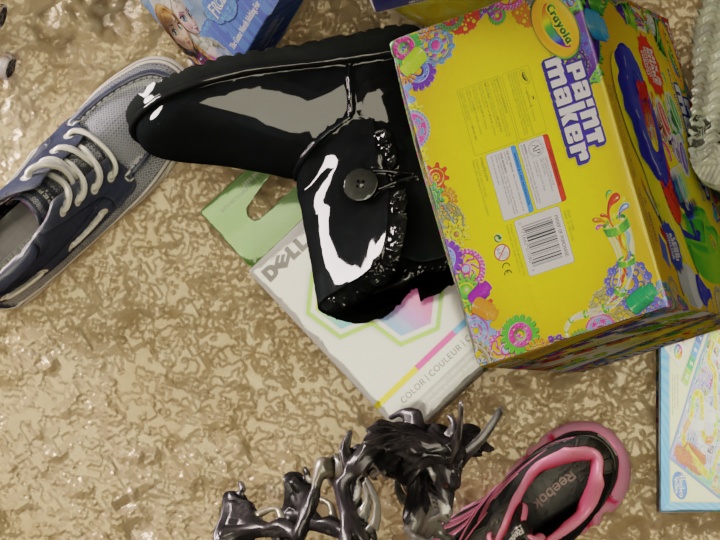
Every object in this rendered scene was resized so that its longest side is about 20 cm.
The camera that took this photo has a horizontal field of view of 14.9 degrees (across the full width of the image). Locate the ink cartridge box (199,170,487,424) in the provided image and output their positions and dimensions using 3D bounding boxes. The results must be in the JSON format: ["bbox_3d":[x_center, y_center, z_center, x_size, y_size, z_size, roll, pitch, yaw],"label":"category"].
[{"bbox_3d":[0.000,0.000,1.735,0.104,0.059,0.200,-43,86,0],"label":"ink cartridge box"}]

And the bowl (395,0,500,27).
[{"bbox_3d":[0.106,-0.213,1.705,0.200,0.200,0.108,-46,126,0],"label":"bowl"}]

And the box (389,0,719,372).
[{"bbox_3d":[0.129,-0.051,1.644,0.122,0.193,0.200,-19,81,20],"label":"box"}]

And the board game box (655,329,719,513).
[{"bbox_3d":[0.253,0.053,1.732,0.134,0.034,0.200,1,87,3],"label":"board game box"}]

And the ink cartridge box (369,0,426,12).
[{"bbox_3d":[0.082,-0.263,1.600,0.199,0.041,0.200,-12,68,4],"label":"ink cartridge box"}]

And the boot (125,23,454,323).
[{"bbox_3d":[-0.035,-0.049,1.673,0.200,0.076,0.168,-12,69,4],"label":"boot"}]

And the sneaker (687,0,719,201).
[{"bbox_3d":[0.256,-0.105,1.715,0.070,0.100,0.200,-13,47,35],"label":"sneaker"}]

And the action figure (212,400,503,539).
[{"bbox_3d":[0.009,0.144,1.667,0.200,0.119,0.102,-25,74,40],"label":"action figure"}]

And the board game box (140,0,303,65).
[{"bbox_3d":[-0.113,-0.226,1.684,0.043,0.200,0.199,-37,85,-23],"label":"board game box"}]

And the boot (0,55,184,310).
[{"bbox_3d":[-0.178,-0.055,1.731,0.073,0.090,0.200,39,90,4],"label":"boot"}]

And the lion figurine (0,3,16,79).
[{"bbox_3d":[-0.266,-0.212,1.755,0.122,0.072,0.200,18,92,11],"label":"lion figurine"}]

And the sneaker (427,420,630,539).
[{"bbox_3d":[0.086,0.172,1.705,0.079,0.095,0.200,43,91,2],"label":"sneaker"}]
